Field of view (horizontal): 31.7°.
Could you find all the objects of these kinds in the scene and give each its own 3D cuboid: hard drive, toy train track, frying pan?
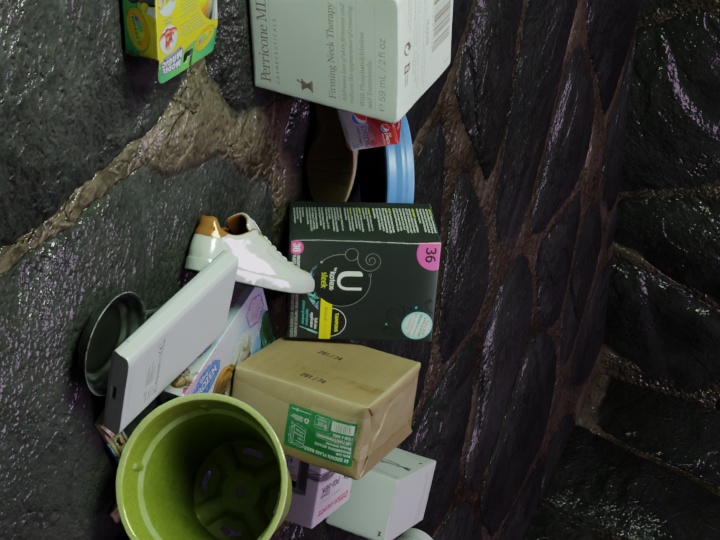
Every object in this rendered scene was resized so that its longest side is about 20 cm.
[{"bbox_3d":[-0.211,0.079,1.422,0.200,0.027,0.133,-46,161,-42],"label":"hard drive"},{"bbox_3d":[-0.262,0.226,1.485,0.115,0.032,0.201,-61,154,-30],"label":"toy train track"},{"bbox_3d":[-0.252,0.051,1.385,0.116,0.031,0.191,87,26,-46],"label":"frying pan"}]

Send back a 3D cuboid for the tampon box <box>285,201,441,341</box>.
[{"bbox_3d":[0.000,0.000,1.704,0.127,0.197,0.152,-98,-170,-62],"label":"tampon box"}]

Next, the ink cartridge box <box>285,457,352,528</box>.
[{"bbox_3d":[-0.063,0.271,1.940,0.147,0.082,0.203,-22,124,-65],"label":"ink cartridge box"}]

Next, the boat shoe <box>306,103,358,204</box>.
[{"bbox_3d":[-0.029,-0.183,1.729,0.065,0.071,0.203,-35,130,-64],"label":"boat shoe"}]

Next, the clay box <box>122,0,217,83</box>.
[{"bbox_3d":[-0.192,-0.301,1.272,0.115,0.047,0.202,-46,146,-51],"label":"clay box"}]

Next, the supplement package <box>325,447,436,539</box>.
[{"bbox_3d":[0.039,0.388,2.231,0.200,0.116,0.119,-7,111,-68],"label":"supplement package"}]

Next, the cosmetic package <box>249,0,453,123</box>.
[{"bbox_3d":[-0.008,-0.305,1.514,0.167,0.198,0.169,-51,149,-44],"label":"cosmetic package"}]

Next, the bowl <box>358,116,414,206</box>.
[{"bbox_3d":[0.034,-0.137,1.818,0.200,0.039,0.204,178,-90,-78],"label":"bowl"}]

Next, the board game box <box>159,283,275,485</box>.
[{"bbox_3d":[-0.174,0.141,1.631,0.201,0.041,0.201,-59,154,-34],"label":"board game box"}]

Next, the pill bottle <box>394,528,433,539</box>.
[{"bbox_3d":[0.074,0.602,2.472,0.200,0.111,0.113,-52,150,-43],"label":"pill bottle"}]

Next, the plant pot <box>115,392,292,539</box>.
[{"bbox_3d":[-0.162,0.255,1.489,0.184,0.198,0.203,50,59,-74],"label":"plant pot"}]

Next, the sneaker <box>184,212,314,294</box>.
[{"bbox_3d":[-0.123,-0.021,1.550,0.199,0.072,0.086,17,83,-49],"label":"sneaker"}]

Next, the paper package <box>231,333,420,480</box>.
[{"bbox_3d":[-0.046,0.167,1.642,0.190,0.198,0.105,-30,132,-60],"label":"paper package"}]

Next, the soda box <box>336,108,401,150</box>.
[{"bbox_3d":[0.018,-0.232,1.628,0.201,0.069,0.064,-82,161,-54],"label":"soda box"}]
